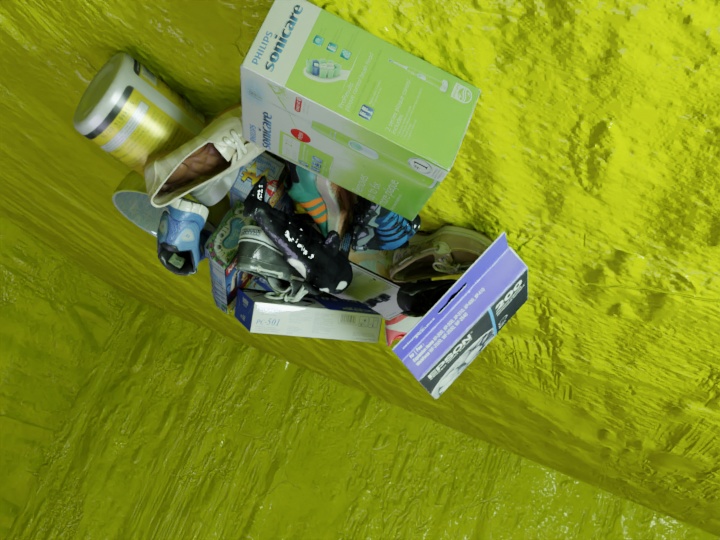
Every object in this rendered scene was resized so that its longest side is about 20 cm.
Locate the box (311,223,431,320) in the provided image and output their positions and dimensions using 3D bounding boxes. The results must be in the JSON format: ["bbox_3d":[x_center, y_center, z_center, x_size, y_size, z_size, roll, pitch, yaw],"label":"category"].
[{"bbox_3d":[0.000,0.000,1.038,0.196,0.062,0.116,25,150,-22],"label":"box"}]

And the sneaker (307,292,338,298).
[{"bbox_3d":[-0.011,0.033,1.164,0.195,0.072,0.089,-2,172,-31],"label":"sneaker"}]

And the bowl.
[{"bbox_3d":[-0.277,-0.118,1.072,0.195,0.110,0.201,18,160,7],"label":"bowl"}]

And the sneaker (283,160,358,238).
[{"bbox_3d":[-0.053,-0.105,0.876,0.078,0.073,0.201,24,159,14],"label":"sneaker"}]

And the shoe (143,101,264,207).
[{"bbox_3d":[-0.172,-0.133,0.800,0.196,0.054,0.070,-24,135,17],"label":"shoe"}]

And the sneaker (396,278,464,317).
[{"bbox_3d":[0.129,0.043,0.958,0.195,0.062,0.104,1,180,-26],"label":"sneaker"}]

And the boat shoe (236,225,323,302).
[{"bbox_3d":[-0.100,0.007,0.927,0.072,0.070,0.199,4,163,25],"label":"boat shoe"}]

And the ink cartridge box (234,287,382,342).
[{"bbox_3d":[-0.075,0.064,0.980,0.195,0.046,0.094,8,-173,-27],"label":"ink cartridge box"}]

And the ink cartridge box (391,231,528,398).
[{"bbox_3d":[0.138,0.067,0.876,0.043,0.198,0.200,43,177,25],"label":"ink cartridge box"}]

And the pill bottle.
[{"bbox_3d":[-0.253,-0.171,0.871,0.110,0.114,0.199,5,156,49],"label":"pill bottle"}]

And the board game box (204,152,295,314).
[{"bbox_3d":[-0.161,-0.070,0.973,0.061,0.202,0.201,27,152,7],"label":"board game box"}]

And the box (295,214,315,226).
[{"bbox_3d":[-0.062,-0.043,1.140,0.197,0.037,0.142,5,155,46],"label":"box"}]

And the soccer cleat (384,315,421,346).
[{"bbox_3d":[0.139,0.109,1.202,0.194,0.079,0.067,8,162,4],"label":"soccer cleat"}]

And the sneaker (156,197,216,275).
[{"bbox_3d":[-0.252,-0.039,0.952,0.077,0.091,0.200,19,168,-1],"label":"sneaker"}]

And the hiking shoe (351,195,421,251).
[{"bbox_3d":[0.037,-0.078,0.849,0.084,0.077,0.200,3,167,-5],"label":"hiking shoe"}]

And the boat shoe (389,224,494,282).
[{"bbox_3d":[0.111,-0.014,0.920,0.072,0.064,0.198,31,163,-24],"label":"boat shoe"}]

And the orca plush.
[{"bbox_3d":[-0.060,-0.046,0.872,0.070,0.106,0.201,-27,118,22],"label":"orca plush"}]

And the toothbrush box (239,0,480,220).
[{"bbox_3d":[-0.007,-0.145,0.635,0.196,0.088,0.146,27,164,-3],"label":"toothbrush box"}]

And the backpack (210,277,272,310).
[{"bbox_3d":[-0.178,0.014,1.279,0.187,0.158,0.199,26,167,-25],"label":"backpack"}]
